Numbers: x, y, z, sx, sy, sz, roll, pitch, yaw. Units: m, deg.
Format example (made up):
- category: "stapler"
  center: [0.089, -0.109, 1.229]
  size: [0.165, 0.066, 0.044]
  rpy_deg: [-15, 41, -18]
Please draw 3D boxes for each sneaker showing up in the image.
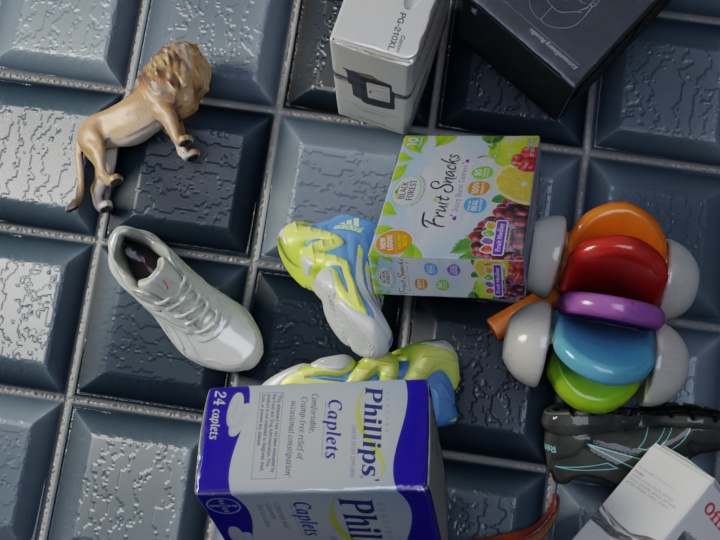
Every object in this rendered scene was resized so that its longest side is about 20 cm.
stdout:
- category: "sneaker"
  center: [0.005, 0.134, 1.045]
  size: [0.199, 0.076, 0.106]
  rpy_deg: [-12, 80, -2]
- category: "sneaker"
  center: [-0.182, 0.030, 1.062]
  size: [0.200, 0.099, 0.078]
  rpy_deg: [38, 82, 7]
- category: "sneaker"
  center: [0.000, 0.000, 1.046]
  size: [0.105, 0.076, 0.200]
  rpy_deg: [-25, 46, -17]
- category: "sneaker"
  center: [0.278, 0.171, 1.052]
  size: [0.199, 0.075, 0.080]
  rpy_deg: [0, 93, 7]

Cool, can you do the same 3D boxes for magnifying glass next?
- category: "magnifying glass"
  center: [0.221, 0.012, 1.099]
  size: [0.199, 0.022, 0.080]
  rpy_deg: [-30, 80, -4]

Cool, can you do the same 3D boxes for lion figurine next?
- category: "lion figurine"
  center: [-0.238, -0.152, 1.114]
  size: [0.199, 0.072, 0.123]
  rpy_deg: [-27, 73, 0]

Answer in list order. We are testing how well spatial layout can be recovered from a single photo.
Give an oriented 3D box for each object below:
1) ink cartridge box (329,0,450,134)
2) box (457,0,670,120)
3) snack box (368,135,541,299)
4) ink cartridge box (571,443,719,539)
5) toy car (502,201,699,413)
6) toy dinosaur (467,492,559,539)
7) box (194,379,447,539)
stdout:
- category: "ink cartridge box"
  center: [0.034, -0.241, 1.059]
  size: [0.084, 0.200, 0.145]
  rpy_deg: [18, 80, 4]
- category: "box"
  center: [0.223, -0.286, 1.112]
  size: [0.148, 0.107, 0.200]
  rpy_deg: [43, 82, 8]
- category: "snack box"
  center: [0.096, -0.057, 1.031]
  size: [0.142, 0.053, 0.200]
  rpy_deg: [1, 39, 14]
- category: "ink cartridge box"
  center: [0.266, 0.284, 0.984]
  size: [0.200, 0.085, 0.146]
  rpy_deg: [-48, 121, -9]
- category: "toy car"
  center: [0.233, 0.032, 1.008]
  size: [0.174, 0.150, 0.201]
  rpy_deg: [11, 77, 2]
- category: "toy dinosaur"
  center: [0.084, 0.301, 1.039]
  size: [0.181, 0.105, 0.200]
  rpy_deg: [13, 46, 13]
- category: "box"
  center: [-0.026, 0.192, 0.965]
  size: [0.199, 0.184, 0.105]
  rpy_deg: [-4, 53, 8]
